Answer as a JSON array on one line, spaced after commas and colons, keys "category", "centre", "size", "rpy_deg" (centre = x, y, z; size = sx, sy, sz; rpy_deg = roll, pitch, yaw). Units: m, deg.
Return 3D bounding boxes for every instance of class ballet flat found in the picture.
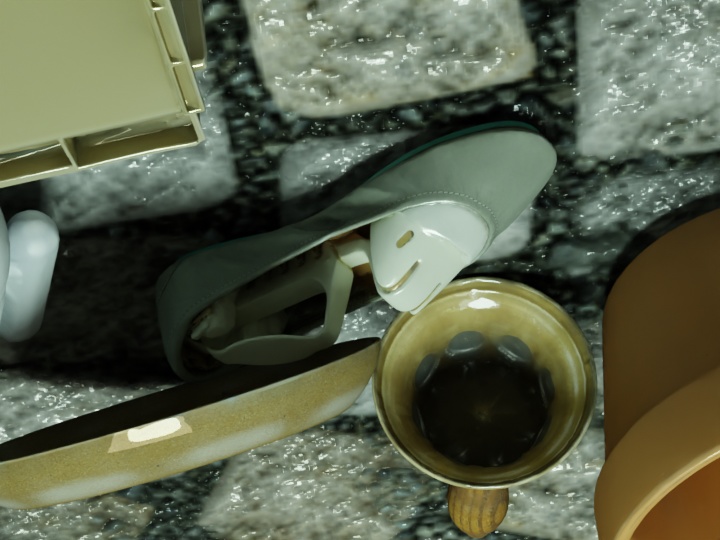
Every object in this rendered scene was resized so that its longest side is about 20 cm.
[{"category": "ballet flat", "centre": [0.000, 0.000, 1.126], "size": [0.199, 0.064, 0.067], "rpy_deg": [-22, 140, 19]}]

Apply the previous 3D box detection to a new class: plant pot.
[{"category": "plant pot", "centre": [-0.083, 0.070, 1.136], "size": [0.199, 0.028, 0.200], "rpy_deg": [-16, -179, 0]}, {"category": "plant pot", "centre": [0.191, 0.062, 1.162], "size": [0.199, 0.141, 0.201], "rpy_deg": [-9, 143, -7]}]

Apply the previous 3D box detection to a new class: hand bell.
[{"category": "hand bell", "centre": [0.058, 0.090, 1.258], "size": [0.103, 0.105, 0.200], "rpy_deg": [-5, 156, -1]}]

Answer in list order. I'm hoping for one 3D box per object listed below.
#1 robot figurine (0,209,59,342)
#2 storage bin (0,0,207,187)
[{"category": "robot figurine", "centre": [-0.209, 0.018, 1.077], "size": [0.169, 0.113, 0.200], "rpy_deg": [-17, 149, -27]}, {"category": "storage bin", "centre": [-0.165, -0.115, 0.868], "size": [0.199, 0.094, 0.199], "rpy_deg": [-12, 142, 3]}]
